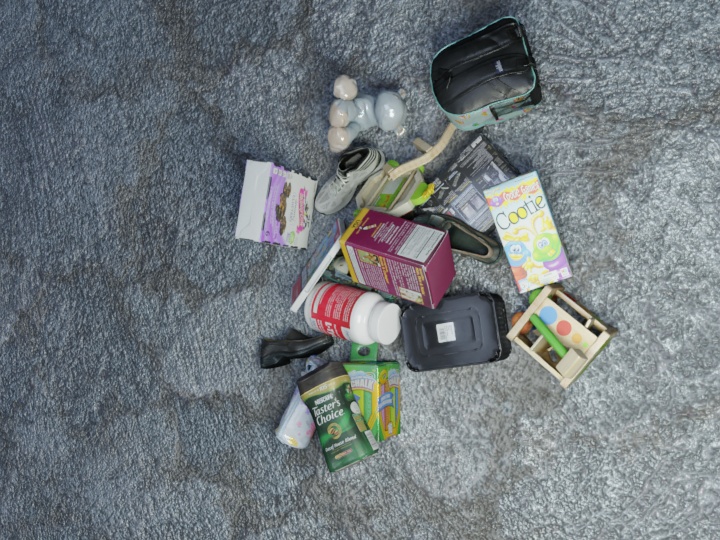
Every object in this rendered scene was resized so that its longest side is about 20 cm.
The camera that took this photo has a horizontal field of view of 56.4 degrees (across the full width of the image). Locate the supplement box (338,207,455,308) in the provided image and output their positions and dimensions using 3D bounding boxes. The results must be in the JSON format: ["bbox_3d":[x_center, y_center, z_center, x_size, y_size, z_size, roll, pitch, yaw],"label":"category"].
[{"bbox_3d":[0.074,-0.027,1.329,0.198,0.132,0.104,19,57,29],"label":"supplement box"}]

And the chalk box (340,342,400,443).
[{"bbox_3d":[0.007,0.248,1.412,0.123,0.124,0.203,-4,85,25],"label":"chalk box"}]

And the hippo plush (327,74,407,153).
[{"bbox_3d":[0.019,-0.323,1.446,0.159,0.200,0.161,9,97,2],"label":"hippo plush"}]

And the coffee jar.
[{"bbox_3d":[-0.047,0.284,1.320,0.104,0.085,0.202,-30,73,19],"label":"coffee jar"}]

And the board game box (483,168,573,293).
[{"bbox_3d":[0.315,-0.076,1.261,0.102,0.105,0.202,-19,94,18],"label":"board game box"}]

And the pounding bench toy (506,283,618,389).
[{"bbox_3d":[0.349,0.111,1.207,0.156,0.199,0.125,42,107,21],"label":"pounding bench toy"}]

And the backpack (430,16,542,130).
[{"bbox_3d":[0.243,-0.374,1.323,0.198,0.153,0.178,-17,77,14],"label":"backpack"}]

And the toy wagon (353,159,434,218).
[{"bbox_3d":[0.077,-0.160,1.400,0.199,0.040,0.156,12,60,44],"label":"toy wagon"}]

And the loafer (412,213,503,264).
[{"bbox_3d":[0.184,-0.068,1.326,0.198,0.063,0.073,22,98,26],"label":"loafer"}]

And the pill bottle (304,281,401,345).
[{"bbox_3d":[-0.015,0.093,1.420,0.198,0.112,0.114,12,91,39],"label":"pill bottle"}]

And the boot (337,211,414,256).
[{"bbox_3d":[0.029,-0.096,1.470,0.199,0.073,0.076,-32,46,23],"label":"boot"}]

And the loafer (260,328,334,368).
[{"bbox_3d":[-0.150,0.167,1.526,0.198,0.073,0.073,-18,74,23],"label":"loafer"}]

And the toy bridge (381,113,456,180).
[{"bbox_3d":[0.133,-0.253,1.392,0.200,0.027,0.067,-41,40,-1],"label":"toy bridge"}]

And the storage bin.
[{"bbox_3d":[0.190,0.124,1.348,0.198,0.094,0.137,-11,82,24],"label":"storage bin"}]

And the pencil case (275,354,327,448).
[{"bbox_3d":[-0.117,0.292,1.489,0.083,0.090,0.202,28,99,25],"label":"pencil case"}]

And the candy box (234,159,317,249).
[{"bbox_3d":[-0.182,-0.140,1.490,0.071,0.199,0.170,9,91,25],"label":"candy box"}]

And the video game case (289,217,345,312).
[{"bbox_3d":[-0.095,-0.014,1.482,0.017,0.143,0.201,32,103,-14],"label":"video game case"}]

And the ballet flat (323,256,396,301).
[{"bbox_3d":[0.000,0.000,1.459,0.198,0.074,0.075,19,95,19],"label":"ballet flat"}]

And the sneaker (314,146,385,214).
[{"bbox_3d":[-0.046,-0.205,1.474,0.200,0.115,0.076,-41,70,18],"label":"sneaker"}]

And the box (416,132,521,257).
[{"bbox_3d":[0.229,-0.152,1.371,0.200,0.050,0.158,-46,69,17],"label":"box"}]
